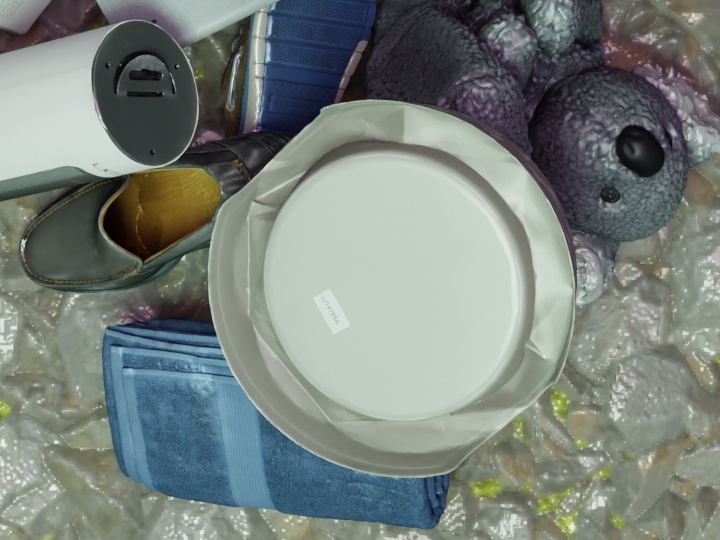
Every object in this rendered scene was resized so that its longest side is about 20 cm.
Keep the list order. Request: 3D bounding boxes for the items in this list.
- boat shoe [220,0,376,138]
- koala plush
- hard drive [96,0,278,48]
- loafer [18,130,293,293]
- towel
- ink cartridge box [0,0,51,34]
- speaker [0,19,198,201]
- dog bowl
[{"bbox_3d":[-0.047,-0.115,1.538,0.072,0.072,0.201,12,95,-27],"label":"boat shoe"},{"bbox_3d":[0.115,-0.093,1.531,0.200,0.184,0.178,43,78,-26],"label":"koala plush"},{"bbox_3d":[-0.062,-0.208,1.437,0.199,0.033,0.140,-26,128,2],"label":"hard drive"},{"bbox_3d":[-0.124,-0.032,1.503,0.199,0.072,0.073,-21,83,35],"label":"loafer"},{"bbox_3d":[-0.048,0.088,1.522,0.199,0.049,0.112,6,119,19],"label":"towel"},{"bbox_3d":[-0.176,-0.228,1.460,0.045,0.176,0.200,45,102,20],"label":"ink cartridge box"},{"bbox_3d":[-0.183,-0.082,1.476,0.199,0.081,0.082,-10,95,40],"label":"speaker"},{"bbox_3d":[0.022,0.004,1.405,0.199,0.059,0.201,5,105,18],"label":"dog bowl"}]
